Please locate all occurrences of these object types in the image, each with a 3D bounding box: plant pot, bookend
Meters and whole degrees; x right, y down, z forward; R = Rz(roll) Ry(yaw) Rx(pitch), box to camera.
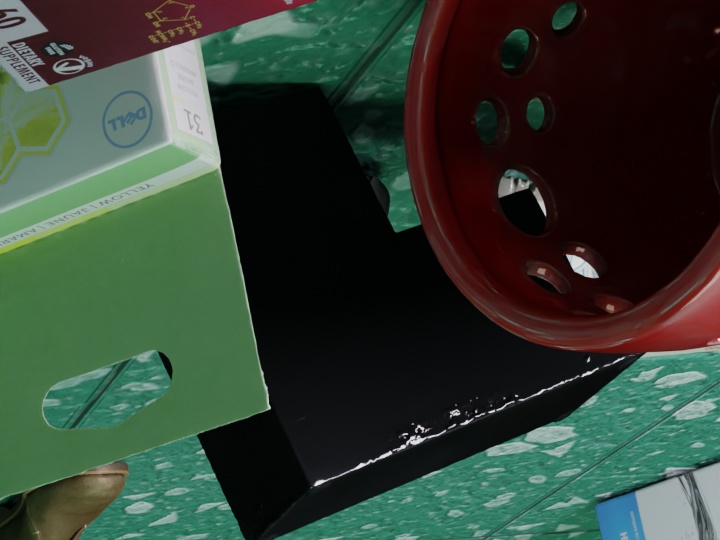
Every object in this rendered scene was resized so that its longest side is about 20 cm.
[{"bbox_3d":[0.146,-0.062,0.849,0.182,0.201,0.200,6,153,-44],"label":"plant pot"},{"bbox_3d":[0.000,0.000,0.989,0.198,0.201,0.092,-20,165,-29],"label":"bookend"}]

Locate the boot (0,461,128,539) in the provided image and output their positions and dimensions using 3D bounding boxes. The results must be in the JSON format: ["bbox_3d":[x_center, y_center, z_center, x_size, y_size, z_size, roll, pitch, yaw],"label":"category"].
[{"bbox_3d":[-0.220,0.193,1.483,0.073,0.076,0.200,5,153,-31],"label":"boot"}]

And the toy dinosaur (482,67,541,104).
[{"bbox_3d":[0.131,-0.073,1.030,0.106,0.061,0.200,16,173,32],"label":"toy dinosaur"}]

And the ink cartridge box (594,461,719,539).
[{"bbox_3d":[0.334,0.225,1.811,0.199,0.086,0.146,-23,155,32],"label":"ink cartridge box"}]

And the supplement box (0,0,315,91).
[{"bbox_3d":[-0.048,-0.133,0.682,0.199,0.061,0.109,-16,157,11],"label":"supplement box"}]

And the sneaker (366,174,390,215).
[{"bbox_3d":[-0.078,-0.003,1.046,0.199,0.082,0.073,-6,161,-8],"label":"sneaker"}]

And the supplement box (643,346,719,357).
[{"bbox_3d":[0.230,-0.022,1.155,0.125,0.074,0.200,-4,158,-17],"label":"supplement box"}]

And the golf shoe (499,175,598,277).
[{"bbox_3d":[0.091,0.007,1.110,0.078,0.098,0.200,12,167,28],"label":"golf shoe"}]

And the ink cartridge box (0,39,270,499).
[{"bbox_3d":[-0.123,-0.023,0.810,0.145,0.201,0.048,-19,159,22],"label":"ink cartridge box"}]
